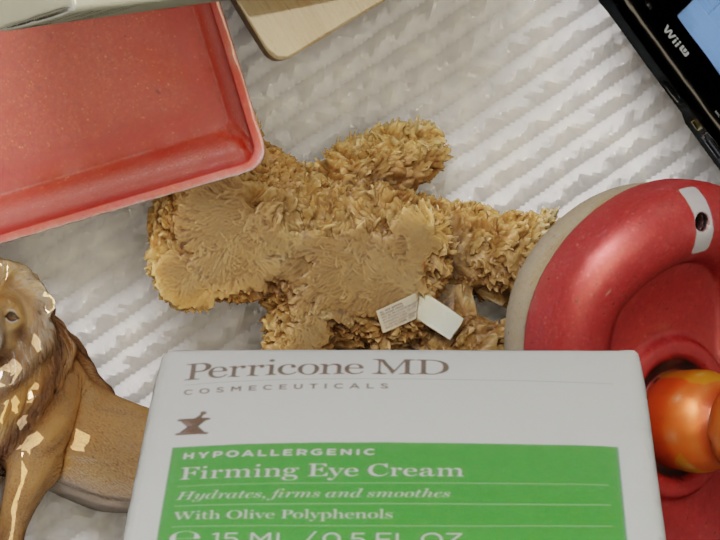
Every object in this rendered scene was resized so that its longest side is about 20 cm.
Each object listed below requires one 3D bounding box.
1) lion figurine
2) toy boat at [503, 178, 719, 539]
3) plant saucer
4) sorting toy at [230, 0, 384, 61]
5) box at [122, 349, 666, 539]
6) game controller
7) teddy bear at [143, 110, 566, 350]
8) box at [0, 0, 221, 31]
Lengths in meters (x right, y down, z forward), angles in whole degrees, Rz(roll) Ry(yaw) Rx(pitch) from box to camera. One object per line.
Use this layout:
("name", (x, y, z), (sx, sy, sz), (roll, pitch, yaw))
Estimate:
("lion figurine", (-0.103, 0.080, 1.224), (0.200, 0.072, 0.123), (23, 78, -23))
("toy boat", (0.143, 0.061, 1.207), (0.130, 0.131, 0.200), (-13, 99, -39))
("plant saucer", (-0.155, -0.113, 1.189), (0.200, 0.037, 0.200), (-16, 96, 14))
("sorting toy", (-0.009, -0.221, 1.231), (0.199, 0.070, 0.200), (-32, 96, -8))
("box", (0.016, 0.153, 1.106), (0.199, 0.171, 0.200), (0, 116, 2))
("game controller", (0.178, -0.077, 1.257), (0.042, 0.104, 0.200), (-34, 97, 36))
("teddy bear", (0.000, 0.000, 1.242), (0.200, 0.067, 0.145), (0, 97, -16))
("box", (-0.047, -0.146, 1.119), (0.200, 0.068, 0.082), (-10, 92, -33))
